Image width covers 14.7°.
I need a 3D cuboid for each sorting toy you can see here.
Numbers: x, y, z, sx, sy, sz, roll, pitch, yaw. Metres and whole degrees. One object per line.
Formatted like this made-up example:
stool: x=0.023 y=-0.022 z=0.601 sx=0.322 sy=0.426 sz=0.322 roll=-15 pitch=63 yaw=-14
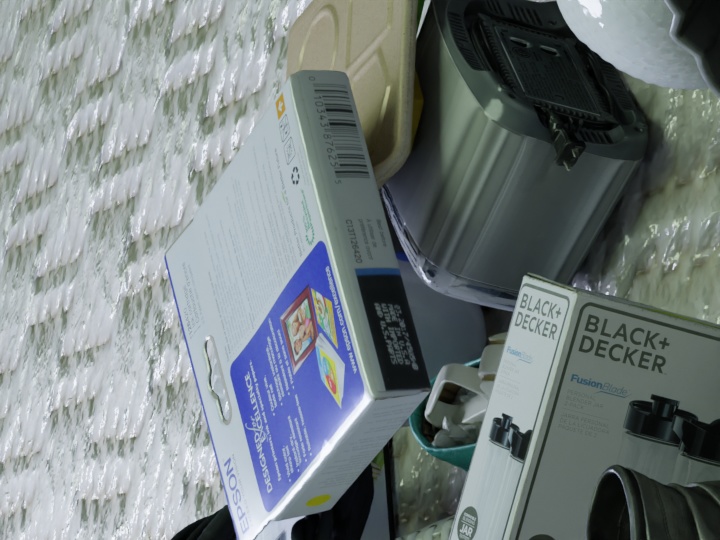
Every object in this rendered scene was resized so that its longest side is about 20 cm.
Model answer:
sorting toy: x=-0.002 y=-0.104 z=1.616 sx=0.185 sy=0.036 sz=0.201 roll=138 pitch=145 yaw=-57

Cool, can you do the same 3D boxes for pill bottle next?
pill bottle: x=0.000 y=0.000 z=1.715 sx=0.114 sy=0.113 sz=0.200 roll=-64 pitch=24 yaw=23

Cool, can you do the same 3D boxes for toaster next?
toaster: x=0.083 y=-0.066 z=1.568 sx=0.200 sy=0.113 sz=0.129 roll=-111 pitch=38 yaw=-54

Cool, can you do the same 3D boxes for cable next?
cable: x=-0.075 y=0.173 z=1.613 sx=0.163 sy=0.051 sz=0.200 roll=-22 pitch=22 yaw=22

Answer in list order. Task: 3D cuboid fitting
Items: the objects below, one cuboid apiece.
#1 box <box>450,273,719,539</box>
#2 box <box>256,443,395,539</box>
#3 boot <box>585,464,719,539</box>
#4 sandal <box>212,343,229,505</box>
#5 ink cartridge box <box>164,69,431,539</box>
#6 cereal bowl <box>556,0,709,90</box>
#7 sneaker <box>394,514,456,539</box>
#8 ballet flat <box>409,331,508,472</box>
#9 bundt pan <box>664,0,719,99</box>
box: x=0.113 y=0.113 z=1.354 sx=0.060 sy=0.116 sz=0.201 roll=19 pitch=93 yaw=68
box: x=-0.032 y=0.149 z=1.763 sx=0.117 sy=0.060 sz=0.200 roll=-53 pitch=31 yaw=42
boot: x=0.163 y=0.103 z=1.242 sx=0.070 sy=0.131 sz=0.200 roll=-53 pitch=31 yaw=43
sandal: x=-0.066 y=0.061 z=1.768 sx=0.082 sy=0.050 sz=0.203 roll=124 pitch=145 yaw=-70
ink cartridge box: x=-0.037 y=0.026 z=1.539 sx=0.200 sy=0.047 sz=0.198 roll=127 pitch=133 yaw=-54
cereal bowl: x=0.191 y=-0.164 z=1.300 sx=0.083 sy=0.200 sz=0.200 roll=45 pitch=121 yaw=33
sneaker: x=0.041 y=0.173 z=1.547 sx=0.200 sy=0.084 sz=0.073 roll=-53 pitch=29 yaw=40
ballet flat: x=0.085 y=0.067 z=1.529 sx=0.200 sy=0.070 sz=0.068 roll=-34 pitch=45 yaw=57
bundt pan: x=0.230 y=-0.126 z=1.173 sx=0.202 sy=0.202 sz=0.076 roll=-36 pitch=21 yaw=56
